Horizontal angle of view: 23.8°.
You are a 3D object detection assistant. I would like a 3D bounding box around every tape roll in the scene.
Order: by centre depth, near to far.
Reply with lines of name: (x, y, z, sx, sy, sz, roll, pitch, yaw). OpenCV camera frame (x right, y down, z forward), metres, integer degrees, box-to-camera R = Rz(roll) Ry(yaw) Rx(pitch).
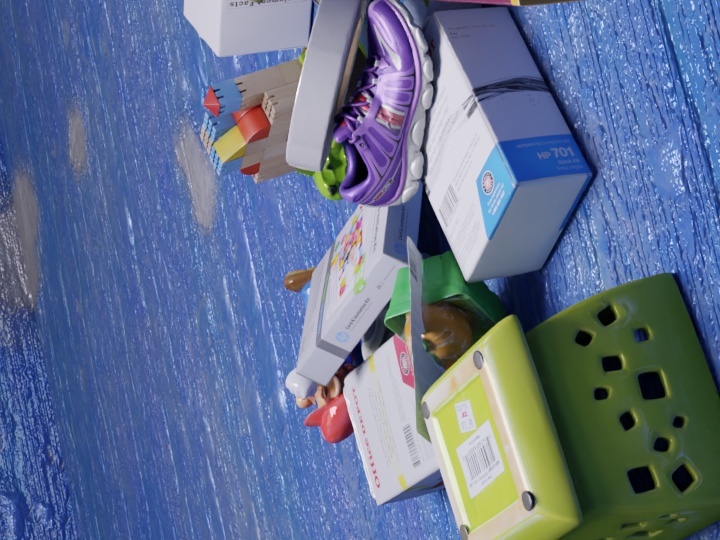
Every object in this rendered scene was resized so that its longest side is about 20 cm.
tape roll: (-0.029, -0.193, 1.610, 0.203, 0.037, 0.204, 14, -90, -89)

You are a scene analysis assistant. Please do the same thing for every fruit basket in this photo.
fruit basket: (0.082, 0.095, 1.565, 0.093, 0.185, 0.201, -14, 57, 26)

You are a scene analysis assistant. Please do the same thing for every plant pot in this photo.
plant pot: (0.169, 0.136, 1.392, 0.200, 0.180, 0.200, 131, 127, -59)

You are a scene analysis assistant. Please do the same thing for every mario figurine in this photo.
mario figurine: (-0.054, 0.103, 1.975, 0.106, 0.123, 0.202, -32, 64, 51)

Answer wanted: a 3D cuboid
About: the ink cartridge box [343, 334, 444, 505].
ink cartridge box: (0.065, 0.145, 1.752, 0.200, 0.083, 0.146, 137, 121, -62)

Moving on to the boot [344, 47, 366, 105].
boot: (-0.001, -0.193, 1.805, 0.075, 0.073, 0.202, -157, 58, -71)

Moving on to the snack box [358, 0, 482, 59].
snack box: (0.052, -0.280, 1.648, 0.201, 0.067, 0.169, 101, 150, -42)

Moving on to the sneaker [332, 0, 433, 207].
sneaker: (0.015, -0.149, 1.549, 0.081, 0.083, 0.202, -139, 46, -57)

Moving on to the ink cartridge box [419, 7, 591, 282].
ink cartridge box: (0.113, -0.115, 1.544, 0.147, 0.085, 0.201, 113, 143, -51)

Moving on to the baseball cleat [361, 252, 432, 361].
baseball cleat: (0.026, 0.023, 1.817, 0.200, 0.069, 0.107, 114, 140, -51)

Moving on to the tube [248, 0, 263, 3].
tube: (-0.085, -0.388, 1.848, 0.201, 0.052, 0.058, -60, 38, 21)

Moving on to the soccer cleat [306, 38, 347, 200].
soccer cleat: (-0.041, -0.177, 1.903, 0.081, 0.067, 0.202, -142, 45, -59)

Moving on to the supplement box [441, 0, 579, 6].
supplement box: (0.127, -0.270, 1.424, 0.200, 0.110, 0.086, -158, 62, -63)

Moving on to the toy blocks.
toy blocks: (-0.105, -0.151, 1.805, 0.100, 0.136, 0.200, 62, 158, 20)

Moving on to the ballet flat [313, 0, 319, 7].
ballet flat: (-0.045, -0.357, 1.840, 0.201, 0.072, 0.072, 113, 141, -51)

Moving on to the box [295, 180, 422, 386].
box: (0.000, 0.000, 1.765, 0.200, 0.041, 0.157, -53, 20, 40)

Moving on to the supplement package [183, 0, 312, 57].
supplement package: (-0.126, -0.365, 1.958, 0.121, 0.119, 0.201, -129, 37, -48)
